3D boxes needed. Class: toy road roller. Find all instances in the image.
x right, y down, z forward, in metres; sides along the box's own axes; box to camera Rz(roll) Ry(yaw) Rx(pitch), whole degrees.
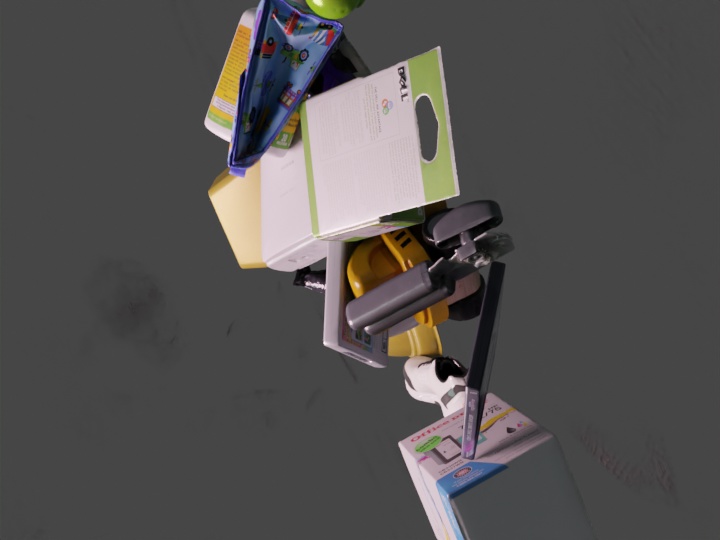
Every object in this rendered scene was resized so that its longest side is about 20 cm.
[{"bbox_3d":[0.044,-0.018,1.202,0.201,0.144,0.124,53,165,50],"label":"toy road roller"}]

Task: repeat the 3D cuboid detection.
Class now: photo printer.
[{"bbox_3d":[-0.065,-0.118,1.364,0.165,0.069,0.204,-24,62,49],"label":"photo printer"}]

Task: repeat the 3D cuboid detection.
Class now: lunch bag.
[{"bbox_3d":[-0.099,-0.198,1.189,0.151,0.093,0.203,-111,42,-75],"label":"lunch bag"}]

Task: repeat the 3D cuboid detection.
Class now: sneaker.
[{"bbox_3d":[-0.008,-0.166,1.217,0.202,0.099,0.070,62,-172,34],"label":"sneaker"},{"bbox_3d":[0.115,0.146,1.478,0.199,0.073,0.081,26,135,63],"label":"sneaker"}]

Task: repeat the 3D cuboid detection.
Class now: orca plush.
[{"bbox_3d":[0.010,0.008,1.480,0.105,0.197,0.072,-20,-53,-71],"label":"orca plush"}]

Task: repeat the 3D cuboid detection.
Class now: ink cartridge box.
[{"bbox_3d":[0.035,-0.121,1.080,0.198,0.075,0.151,-13,81,43],"label":"ink cartridge box"},{"bbox_3d":[0.158,0.263,1.278,0.148,0.145,0.200,66,170,-13],"label":"ink cartridge box"}]

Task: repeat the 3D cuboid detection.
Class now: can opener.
[{"bbox_3d":[0.067,-0.003,1.077,0.053,0.198,0.068,19,-130,-47],"label":"can opener"}]

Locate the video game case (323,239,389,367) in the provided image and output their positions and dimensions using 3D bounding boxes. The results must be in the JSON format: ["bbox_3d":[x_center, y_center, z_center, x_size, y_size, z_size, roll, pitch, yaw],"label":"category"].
[{"bbox_3d":[0.000,0.000,1.242,0.182,0.023,0.204,33,-123,-68],"label":"video game case"}]

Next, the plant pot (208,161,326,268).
[{"bbox_3d":[-0.138,-0.112,1.736,0.200,0.174,0.203,-97,-15,-75],"label":"plant pot"}]

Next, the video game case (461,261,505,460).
[{"bbox_3d":[0.131,0.102,1.149,0.201,0.019,0.145,84,-162,-61],"label":"video game case"}]

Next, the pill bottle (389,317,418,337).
[{"bbox_3d":[0.024,-0.025,1.396,0.202,0.110,0.112,62,170,16],"label":"pill bottle"}]

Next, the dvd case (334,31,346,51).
[{"bbox_3d":[-0.010,-0.213,1.400,0.151,0.016,0.200,66,170,1],"label":"dvd case"}]

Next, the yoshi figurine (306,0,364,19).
[{"bbox_3d":[-0.047,-0.314,1.118,0.113,0.112,0.200,58,172,-24],"label":"yoshi figurine"}]

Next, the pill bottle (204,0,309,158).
[{"bbox_3d":[-0.109,-0.252,1.311,0.203,0.109,0.111,-68,25,11],"label":"pill bottle"}]

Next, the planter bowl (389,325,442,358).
[{"bbox_3d":[0.042,0.063,1.601,0.203,0.082,0.201,62,171,18],"label":"planter bowl"}]
